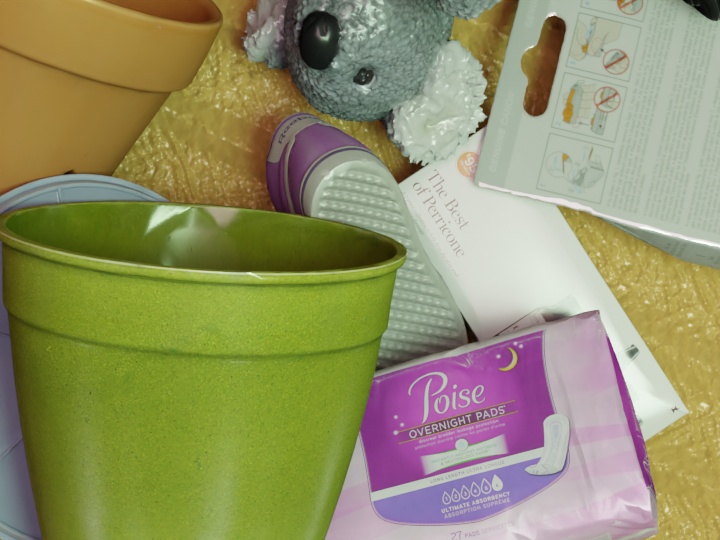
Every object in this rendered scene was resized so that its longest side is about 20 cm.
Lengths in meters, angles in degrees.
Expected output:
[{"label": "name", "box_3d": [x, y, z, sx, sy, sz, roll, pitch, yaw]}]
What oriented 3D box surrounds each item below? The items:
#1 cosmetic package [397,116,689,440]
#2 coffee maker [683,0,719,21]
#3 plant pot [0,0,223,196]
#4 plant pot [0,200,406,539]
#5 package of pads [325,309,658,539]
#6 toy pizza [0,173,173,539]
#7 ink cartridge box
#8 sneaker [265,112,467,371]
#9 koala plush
[{"label": "cosmetic package", "box_3d": [0.100, 0.018, 1.157, 0.082, 0.051, 0.201, -33, 90, -2]}, {"label": "coffee maker", "box_3d": [0.231, -0.238, 1.094, 0.200, 0.192, 0.135, -41, 46, 6]}, {"label": "plant pot", "box_3d": [-0.191, -0.114, 1.096, 0.199, 0.200, 0.141, 24, 105, 0]}, {"label": "plant pot", "box_3d": [-0.085, 0.077, 0.987, 0.199, 0.200, 0.195, 5, 100, -1]}, {"label": "package of pads", "box_3d": [0.051, 0.104, 1.070, 0.199, 0.076, 0.121, -16, 73, 8]}, {"label": "toy pizza", "box_3d": [-0.148, 0.050, 1.063, 0.199, 0.032, 0.202, 1, 88, -33]}, {"label": "ink cartridge box", "box_3d": [0.178, -0.092, 1.151, 0.198, 0.047, 0.161, 14, 77, 4]}, {"label": "sneaker", "box_3d": [0.001, 0.000, 1.149, 0.072, 0.114, 0.202, -23, 121, -14]}, {"label": "koala plush", "box_3d": [0.016, -0.164, 1.090, 0.177, 0.184, 0.201, 28, 127, 15]}]
